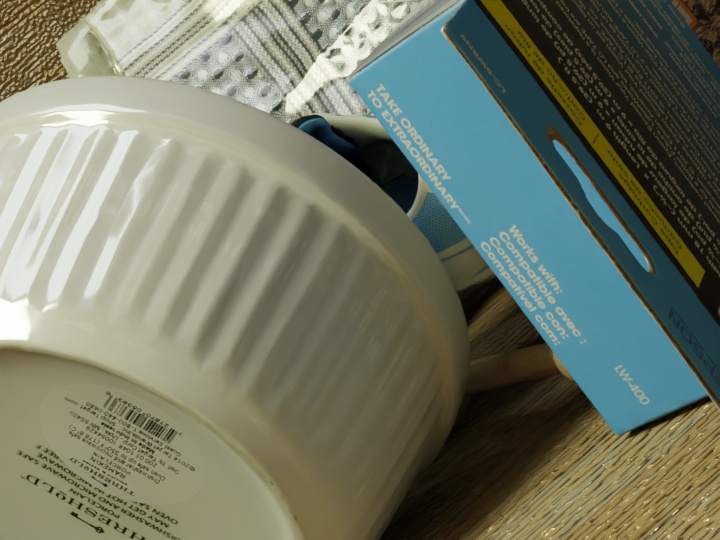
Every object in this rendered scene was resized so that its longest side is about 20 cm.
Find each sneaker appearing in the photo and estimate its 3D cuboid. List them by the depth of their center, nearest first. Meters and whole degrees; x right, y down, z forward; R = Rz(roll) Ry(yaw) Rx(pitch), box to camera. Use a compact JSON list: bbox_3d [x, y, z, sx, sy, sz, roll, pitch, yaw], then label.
[{"bbox_3d":[-0.032,-0.022,0.950,0.199,0.073,0.072,-10,39,32],"label":"sneaker"}]

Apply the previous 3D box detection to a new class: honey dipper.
[{"bbox_3d":[0.045,0.036,0.974,0.038,0.038,0.200,-40,6,-21],"label":"honey dipper"}]

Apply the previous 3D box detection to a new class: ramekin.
[{"bbox_3d":[-0.072,0.042,0.904,0.200,0.200,0.105,-31,24,45],"label":"ramekin"}]

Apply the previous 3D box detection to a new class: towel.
[{"bbox_3d":[-0.016,-0.087,1.032,0.200,0.193,0.034,-43,-30,15],"label":"towel"}]

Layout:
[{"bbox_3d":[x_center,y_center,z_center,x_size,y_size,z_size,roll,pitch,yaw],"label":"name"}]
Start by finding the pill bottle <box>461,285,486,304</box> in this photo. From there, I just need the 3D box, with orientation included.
[{"bbox_3d":[0.007,-0.066,1.220,0.106,0.200,0.107,-12,48,13],"label":"pill bottle"}]

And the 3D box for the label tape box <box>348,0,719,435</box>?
[{"bbox_3d":[0.068,-0.031,0.842,0.063,0.144,0.200,-34,7,25],"label":"label tape box"}]

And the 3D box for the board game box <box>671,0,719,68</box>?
[{"bbox_3d":[0.138,-0.135,1.125,0.200,0.160,0.097,-41,8,-24],"label":"board game box"}]

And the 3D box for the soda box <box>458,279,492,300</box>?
[{"bbox_3d":[0.000,0.000,1.070,0.199,0.064,0.068,-32,-4,19],"label":"soda box"}]
